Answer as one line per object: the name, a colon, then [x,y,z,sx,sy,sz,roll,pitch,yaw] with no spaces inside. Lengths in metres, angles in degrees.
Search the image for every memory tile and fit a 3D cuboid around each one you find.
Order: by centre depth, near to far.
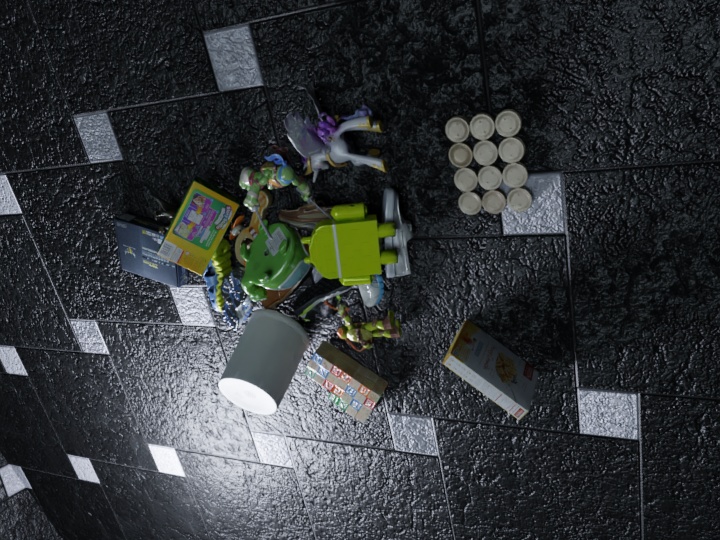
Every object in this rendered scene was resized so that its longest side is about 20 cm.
memory tile: [0.247,-0.205,1.213,0.151,0.017,0.203,-2,116,28]

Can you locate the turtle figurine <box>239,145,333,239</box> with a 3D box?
turtle figurine: [-0.182,-0.158,1.336,0.201,0.143,0.193,59,166,-26]

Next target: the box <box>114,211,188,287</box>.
box: [-0.559,-0.055,1.680,0.197,0.051,0.160,17,124,17]

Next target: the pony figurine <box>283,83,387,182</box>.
pony figurine: [-0.057,-0.268,1.258,0.197,0.168,0.195,-4,130,24]

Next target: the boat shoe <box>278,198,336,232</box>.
boat shoe: [-0.099,-0.123,1.408,0.198,0.075,0.073,11,88,31]

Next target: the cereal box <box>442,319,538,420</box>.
cereal box: [0.283,0.208,1.344,0.199,0.144,0.040,35,126,4]

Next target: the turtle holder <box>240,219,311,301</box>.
turtle holder: [-0.188,-0.009,1.423,0.140,0.131,0.188,17,85,39]

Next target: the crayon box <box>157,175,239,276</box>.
crayon box: [-0.383,-0.104,1.485,0.118,0.058,0.202,27,100,-21]

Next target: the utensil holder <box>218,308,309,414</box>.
utensil holder: [-0.237,0.227,1.552,0.167,0.202,0.171,14,142,11]

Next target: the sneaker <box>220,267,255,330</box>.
sneaker: [-0.305,0.060,1.586,0.075,0.077,0.201,35,135,13]

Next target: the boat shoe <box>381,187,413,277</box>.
boat shoe: [0.081,-0.082,1.341,0.064,0.074,0.203,-5,119,-3]

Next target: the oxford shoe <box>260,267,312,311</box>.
oxford shoe: [-0.191,0.035,1.534,0.199,0.071,0.072,-37,93,38]

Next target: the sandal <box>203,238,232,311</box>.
sandal: [-0.373,0.009,1.611,0.086,0.079,0.203,9,112,26]

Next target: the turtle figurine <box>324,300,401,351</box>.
turtle figurine: [0.006,0.134,1.465,0.159,0.065,0.201,-11,132,22]

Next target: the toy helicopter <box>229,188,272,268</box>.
toy helicopter: [-0.257,-0.103,1.502,0.131,0.079,0.202,27,115,22]

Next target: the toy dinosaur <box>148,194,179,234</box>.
toy dinosaur: [-0.453,-0.121,1.570,0.199,0.102,0.078,33,120,18]

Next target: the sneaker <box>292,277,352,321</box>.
sneaker: [-0.076,0.067,1.509,0.199,0.072,0.083,-28,126,36]

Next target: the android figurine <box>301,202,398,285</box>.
android figurine: [-0.022,-0.049,1.298,0.197,0.041,0.184,-7,118,4]

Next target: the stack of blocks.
stack of blocks: [-0.042,0.284,1.601,0.199,0.059,0.116,33,127,7]

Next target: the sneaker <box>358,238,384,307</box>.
sneaker: [0.000,0.000,1.392,0.075,0.086,0.203,28,134,42]
